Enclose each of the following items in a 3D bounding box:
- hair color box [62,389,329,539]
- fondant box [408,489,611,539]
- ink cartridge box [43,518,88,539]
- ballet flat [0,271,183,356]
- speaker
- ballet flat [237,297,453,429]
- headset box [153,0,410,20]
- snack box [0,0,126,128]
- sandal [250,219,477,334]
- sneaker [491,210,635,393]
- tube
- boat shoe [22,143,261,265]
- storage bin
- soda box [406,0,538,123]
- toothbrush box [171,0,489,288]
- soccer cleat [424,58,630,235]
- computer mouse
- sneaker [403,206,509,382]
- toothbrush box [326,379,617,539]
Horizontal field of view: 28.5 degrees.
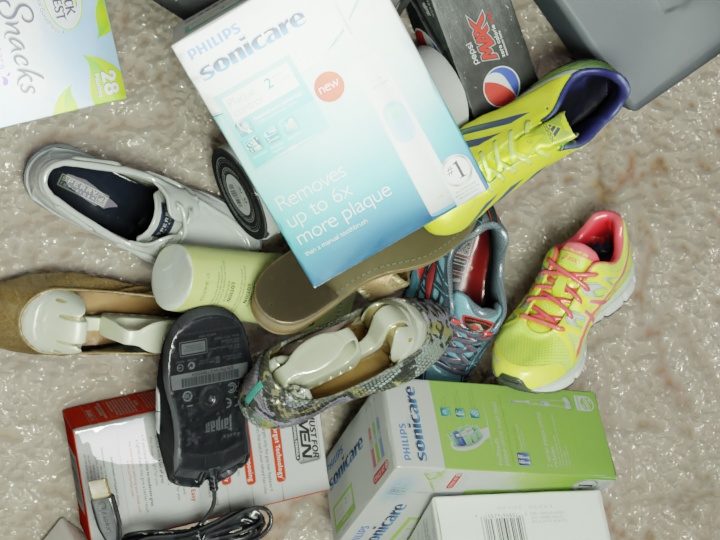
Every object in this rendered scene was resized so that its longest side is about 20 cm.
[{"bbox_3d":[-0.131,0.145,1.143,0.199,0.061,0.102,-10,103,-18],"label":"hair color box"},{"bbox_3d":[0.108,0.251,1.183,0.143,0.200,0.059,0,58,-14],"label":"fondant box"},{"bbox_3d":[-0.174,0.303,1.111,0.200,0.146,0.085,42,83,-22],"label":"ink cartridge box"},{"bbox_3d":[-0.196,0.042,1.092,0.199,0.072,0.068,6,102,-22],"label":"ballet flat"},{"bbox_3d":[-0.013,-0.102,1.117,0.199,0.081,0.082,-29,109,-21],"label":"speaker"},{"bbox_3d":[-0.001,0.061,1.083,0.200,0.072,0.072,-24,108,-30],"label":"ballet flat"},{"bbox_3d":[-0.050,-0.242,1.045,0.199,0.093,0.175,30,104,-13],"label":"headset box"},{"bbox_3d":[-0.286,-0.184,1.017,0.199,0.068,0.170,-17,105,-19],"label":"snack box"},{"bbox_3d":[-0.003,-0.005,1.133,0.211,0.070,0.078,-30,73,-27],"label":"sandal"},{"bbox_3d":[0.168,0.020,1.188,0.200,0.078,0.091,-50,149,-38],"label":"sneaker"},{"bbox_3d":[-0.073,0.014,1.125,0.199,0.058,0.052,9,54,-46],"label":"tube"},{"bbox_3d":[-0.162,-0.038,1.092,0.199,0.065,0.074,17,94,-25],"label":"boat shoe"},{"bbox_3d":[0.227,-0.234,1.173,0.134,0.146,0.200,-40,112,2],"label":"storage bin"},{"bbox_3d":[0.091,-0.186,1.162,0.070,0.063,0.201,-27,108,-14],"label":"soda box"},{"bbox_3d":[-0.022,-0.115,0.996,0.146,0.085,0.201,-28,108,2],"label":"toothbrush box"},{"bbox_3d":[0.127,-0.100,1.110,0.200,0.084,0.065,-39,111,-13],"label":"soccer cleat"},{"bbox_3d":[-0.146,0.129,1.076,0.140,0.046,0.201,-14,107,-27],"label":"computer mouse"},{"bbox_3d":[0.075,0.039,1.183,0.079,0.095,0.201,7,98,-21],"label":"sneaker"},{"bbox_3d":[0.088,0.166,1.180,0.199,0.086,0.146,7,142,-21],"label":"toothbrush box"}]
